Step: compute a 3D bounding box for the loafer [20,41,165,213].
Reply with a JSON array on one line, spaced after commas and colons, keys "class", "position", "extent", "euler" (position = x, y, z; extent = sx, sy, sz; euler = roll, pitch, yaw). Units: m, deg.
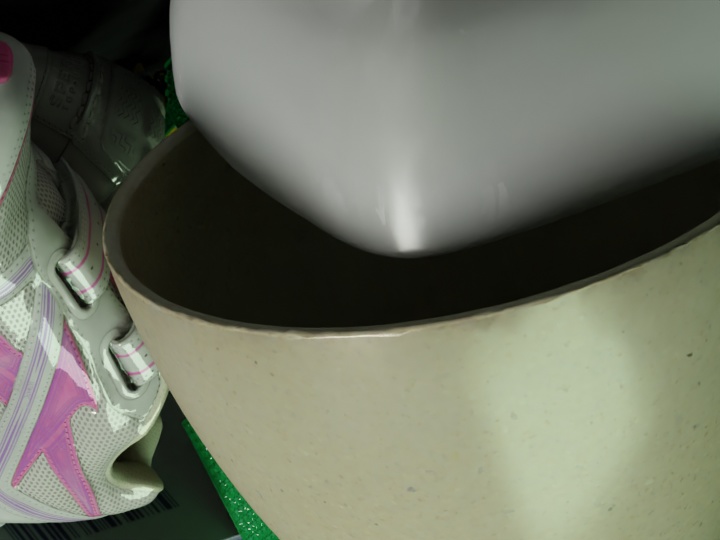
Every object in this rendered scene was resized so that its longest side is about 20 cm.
[{"class": "loafer", "position": [-0.146, -0.015, 0.920], "extent": [0.070, 0.070, 0.200], "euler": [30, 131, -29]}]

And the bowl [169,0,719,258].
[{"class": "bowl", "position": [0.049, -0.092, 0.788], "extent": [0.199, 0.075, 0.200], "euler": [-20, -155, -16]}]

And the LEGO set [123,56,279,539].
[{"class": "LEGO set", "position": [0.000, 0.000, 0.963], "extent": [0.116, 0.200, 0.154], "euler": [-22, 161, -36]}]

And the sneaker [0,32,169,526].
[{"class": "sneaker", "position": [-0.096, 0.005, 0.841], "extent": [0.088, 0.082, 0.200], "euler": [0, 139, -3]}]

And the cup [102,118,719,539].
[{"class": "cup", "position": [0.039, 0.029, 0.796], "extent": [0.200, 0.144, 0.200], "euler": [-10, -154, 5]}]

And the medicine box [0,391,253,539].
[{"class": "medicine box", "position": [-0.145, 0.144, 1.006], "extent": [0.182, 0.103, 0.200], "euler": [-14, 142, -48]}]
